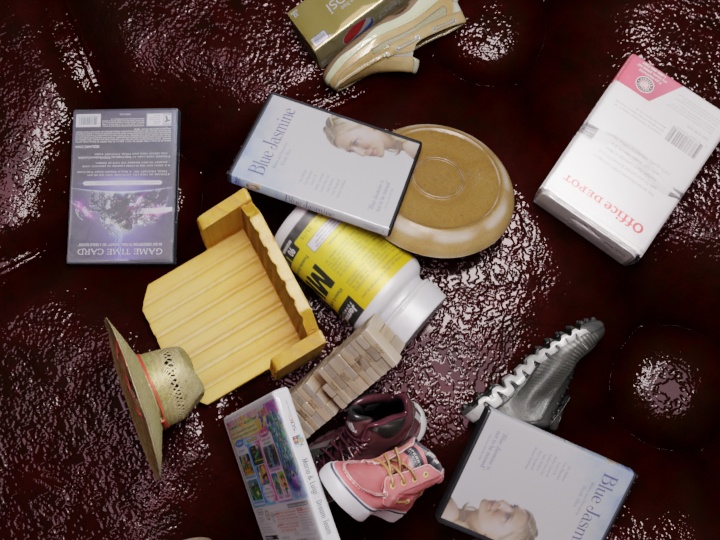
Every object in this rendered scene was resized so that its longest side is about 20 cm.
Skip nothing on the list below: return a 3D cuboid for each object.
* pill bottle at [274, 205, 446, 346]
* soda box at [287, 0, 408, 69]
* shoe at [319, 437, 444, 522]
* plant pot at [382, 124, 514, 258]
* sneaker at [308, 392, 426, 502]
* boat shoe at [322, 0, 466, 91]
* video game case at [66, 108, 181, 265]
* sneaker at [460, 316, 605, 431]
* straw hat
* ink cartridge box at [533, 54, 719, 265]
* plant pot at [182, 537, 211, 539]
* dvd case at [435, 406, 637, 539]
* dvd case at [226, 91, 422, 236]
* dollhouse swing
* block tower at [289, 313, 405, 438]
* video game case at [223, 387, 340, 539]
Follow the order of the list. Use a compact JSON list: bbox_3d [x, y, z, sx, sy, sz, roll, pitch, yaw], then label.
[{"bbox_3d":[0.000,0.000,1.088,0.200,0.114,0.114,42,88,8],"label":"pill bottle"},{"bbox_3d":[0.007,-0.349,1.152,0.199,0.068,0.064,-36,82,0],"label":"soda box"},{"bbox_3d":[0.029,0.227,1.017,0.091,0.200,0.072,-42,61,5],"label":"shoe"},{"bbox_3d":[0.092,-0.105,1.091,0.197,0.028,0.202,4,55,-6],"label":"plant pot"},{"bbox_3d":[-0.020,0.198,1.059,0.199,0.116,0.076,-33,60,-4],"label":"sneaker"},{"bbox_3d":[0.047,-0.280,1.144,0.199,0.072,0.077,-37,94,-1],"label":"boat shoe"},{"bbox_3d":[-0.305,-0.108,1.173,0.141,0.019,0.203,0,84,5],"label":"video game case"},{"bbox_3d":[0.221,0.140,1.082,0.199,0.066,0.091,-38,85,3],"label":"sneaker"},{"bbox_3d":[-0.230,0.137,1.069,0.084,0.201,0.203,-19,81,-21],"label":"straw hat"},{"bbox_3d":[0.324,-0.129,1.095,0.145,0.085,0.201,35,85,7],"label":"ink cartridge box"},{"bbox_3d":[-0.188,0.408,1.033,0.198,0.201,0.176,-28,63,0],"label":"plant pot"},{"bbox_3d":[0.203,0.260,1.047,0.198,0.018,0.144,24,95,-9],"label":"dvd case"},{"bbox_3d":[-0.038,-0.128,1.059,0.197,0.018,0.144,19,56,4],"label":"dvd case"},{"bbox_3d":[-0.166,0.046,1.078,0.174,0.182,0.202,-27,82,-10],"label":"dollhouse swing"},{"bbox_3d":[-0.030,0.129,1.057,0.054,0.058,0.200,45,123,-4],"label":"block tower"},{"bbox_3d":[-0.093,0.238,1.034,0.023,0.200,0.184,-16,81,-28],"label":"video game case"}]
